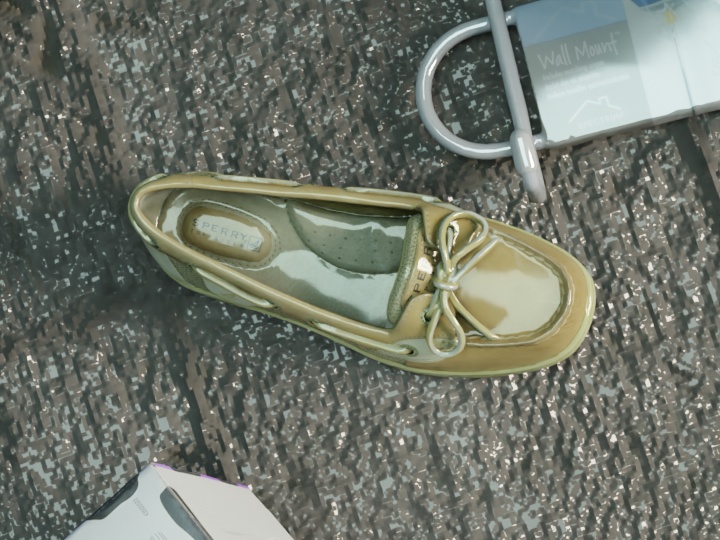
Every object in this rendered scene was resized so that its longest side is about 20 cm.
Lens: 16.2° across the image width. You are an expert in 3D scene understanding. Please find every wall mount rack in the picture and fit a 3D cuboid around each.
[{"bbox_3d":[0.109,-0.127,1.069,0.199,0.075,0.174,-14,79,7],"label":"wall mount rack"}]

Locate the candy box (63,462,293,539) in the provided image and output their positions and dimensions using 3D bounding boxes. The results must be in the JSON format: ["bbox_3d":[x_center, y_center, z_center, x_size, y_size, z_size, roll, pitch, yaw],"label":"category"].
[{"bbox_3d":[-0.117,0.173,1.022,0.200,0.168,0.072,-41,77,2],"label":"candy box"}]

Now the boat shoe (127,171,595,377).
[{"bbox_3d":[0.000,-0.003,1.078,0.200,0.063,0.073,17,86,12],"label":"boat shoe"}]
